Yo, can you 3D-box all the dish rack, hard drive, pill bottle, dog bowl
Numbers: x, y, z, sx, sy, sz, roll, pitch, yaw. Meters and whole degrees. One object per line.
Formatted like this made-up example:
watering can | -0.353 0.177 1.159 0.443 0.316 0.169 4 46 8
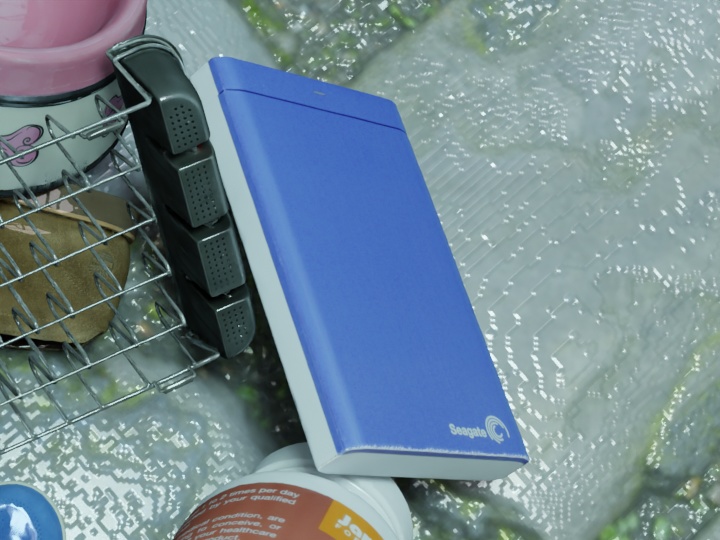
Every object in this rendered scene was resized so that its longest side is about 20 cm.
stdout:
dish rack | -0.143 0.004 0.854 0.199 0.055 0.154 -24 124 -18
hard drive | 0.000 0.000 0.926 0.132 0.025 0.201 9 54 -48
pill bottle | -0.040 0.153 0.829 0.112 0.112 0.200 38 27 -3
dog bowl | -0.183 -0.132 0.898 0.199 0.074 0.201 19 43 -19

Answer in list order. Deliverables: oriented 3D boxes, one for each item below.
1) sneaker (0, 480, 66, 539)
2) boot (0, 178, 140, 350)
sneaker | -0.186 0.164 0.825 0.077 0.111 0.200 41 66 -1
boot | -0.202 -0.014 0.903 0.199 0.074 0.076 13 80 -15
